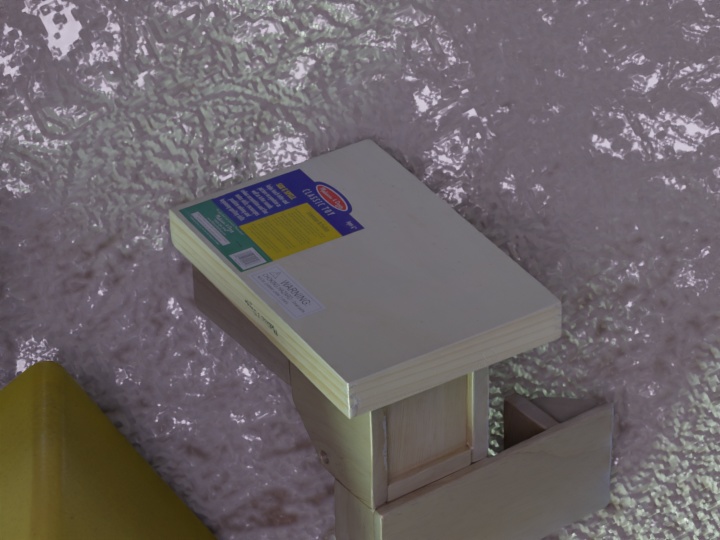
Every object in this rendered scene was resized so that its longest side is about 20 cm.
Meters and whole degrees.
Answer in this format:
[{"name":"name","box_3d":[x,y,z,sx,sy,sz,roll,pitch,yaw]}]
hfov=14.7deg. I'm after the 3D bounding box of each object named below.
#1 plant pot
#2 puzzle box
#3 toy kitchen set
[{"name":"plant pot","box_3d":[-0.181,0.207,1.523,0.200,0.176,0.200,-38,109,7]},{"name":"puzzle box","box_3d":[0.000,0.000,1.511,0.133,0.200,0.025,-20,128,-23]},{"name":"toy kitchen set","box_3d":[0.025,0.084,1.590,0.163,0.180,0.200,-22,128,-29]}]
